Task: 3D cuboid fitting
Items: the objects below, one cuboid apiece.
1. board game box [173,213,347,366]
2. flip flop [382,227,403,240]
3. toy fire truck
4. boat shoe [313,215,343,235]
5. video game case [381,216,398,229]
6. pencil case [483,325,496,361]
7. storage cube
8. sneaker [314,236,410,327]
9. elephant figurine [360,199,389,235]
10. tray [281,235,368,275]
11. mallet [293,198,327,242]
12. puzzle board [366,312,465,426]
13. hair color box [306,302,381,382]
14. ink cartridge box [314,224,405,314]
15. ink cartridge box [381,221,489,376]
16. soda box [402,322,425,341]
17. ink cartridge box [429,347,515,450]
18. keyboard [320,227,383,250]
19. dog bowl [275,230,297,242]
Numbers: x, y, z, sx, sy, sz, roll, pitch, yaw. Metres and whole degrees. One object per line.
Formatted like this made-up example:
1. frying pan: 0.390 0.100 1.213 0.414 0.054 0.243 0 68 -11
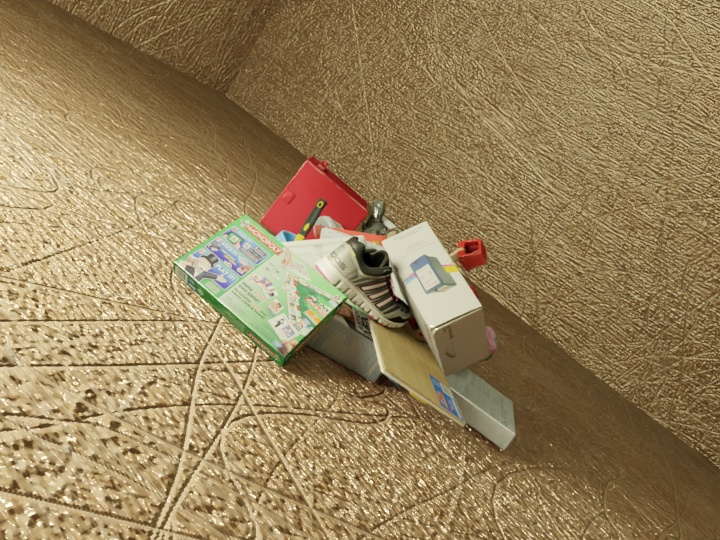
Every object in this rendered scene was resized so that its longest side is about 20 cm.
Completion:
1. board game box: -0.135 0.020 0.707 0.200 0.029 0.135 38 51 12
2. flip flop: 0.111 -0.003 1.075 0.058 0.081 0.201 -45 106 -38
3. toy fire truck: 0.160 0.031 0.989 0.141 0.199 0.049 57 27 -29
4. boat shoe: -0.035 -0.024 1.068 0.067 0.073 0.201 7 61 -48
5. video game case: 0.078 -0.007 1.230 0.024 0.183 0.200 -13 43 -38
6. pencil case: 0.218 0.148 1.045 0.087 0.088 0.200 41 11 26
7. storage cube: -0.100 -0.139 1.203 0.179 0.200 0.171 39 11 -10
8. sneaker: 0.025 0.017 0.790 0.200 0.087 0.074 37 11 -35
9. elephant figurine: 0.025 -0.044 1.154 0.155 0.201 0.141 38 12 14
10. tray: -0.066 -0.014 0.891 0.198 0.022 0.108 -7 61 -24
11. mallet: -0.120 -0.060 0.934 0.065 0.201 0.041 20 -31 -2
12. puzzle board: 0.074 0.138 0.774 0.150 0.017 0.200 37 13 -17
13. hair color box: -0.047 0.084 0.807 0.199 0.061 0.099 32 14 -16
14. ink cartridge box: 0.000 0.000 0.958 0.160 0.050 0.201 8 60 -25
15. ink cartridge box: 0.121 0.045 0.829 0.146 0.087 0.201 66 0 -47
16. soda box: 0.108 0.103 1.139 0.199 0.068 0.064 21 19 -48
17. ink cartridge box: 0.195 0.228 0.967 0.199 0.043 0.196 35 11 12
18. keyboard: 0.018 -0.033 0.980 0.199 0.011 0.057 18 44 -13
19. dog bowl: -0.123 -0.018 1.017 0.111 0.050 0.200 29 13 -28
